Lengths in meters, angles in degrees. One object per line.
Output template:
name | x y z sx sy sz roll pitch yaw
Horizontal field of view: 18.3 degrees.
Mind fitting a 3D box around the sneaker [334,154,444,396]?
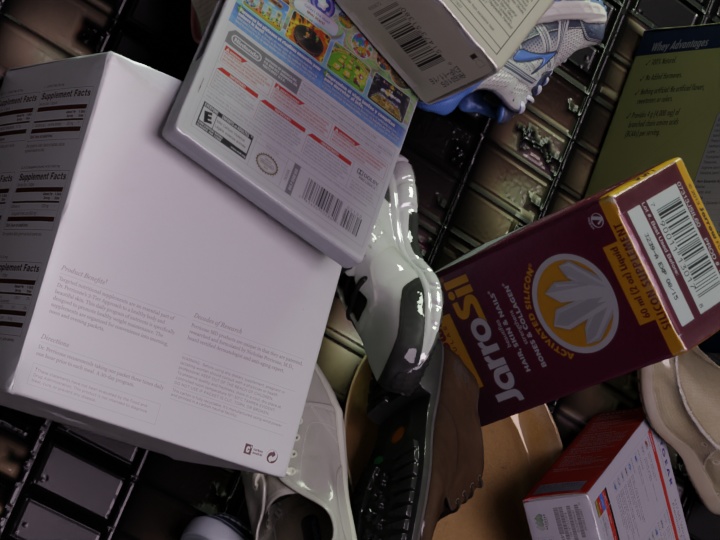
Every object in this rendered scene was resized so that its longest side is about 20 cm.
sneaker | 0.000 0.000 1.427 0.080 0.201 0.074 10 130 -22

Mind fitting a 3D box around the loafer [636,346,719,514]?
loafer | 0.252 0.098 1.599 0.200 0.068 0.076 54 30 -42

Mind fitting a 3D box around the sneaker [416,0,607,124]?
sneaker | 0.095 -0.145 1.516 0.199 0.077 0.086 -12 107 -46

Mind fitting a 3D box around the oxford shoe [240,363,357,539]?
oxford shoe | -0.047 0.119 1.393 0.058 0.075 0.201 36 34 -54

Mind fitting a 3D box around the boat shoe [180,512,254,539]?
boat shoe | -0.031 0.202 1.456 0.200 0.071 0.091 48 59 -27

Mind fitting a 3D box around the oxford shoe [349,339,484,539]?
oxford shoe | 0.044 0.136 1.419 0.084 0.072 0.201 34 53 -28

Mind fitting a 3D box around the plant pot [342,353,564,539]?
plant pot | 0.060 0.132 1.501 0.199 0.027 0.201 17 62 -34

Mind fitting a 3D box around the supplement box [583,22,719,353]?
supplement box | 0.273 -0.056 1.562 0.134 0.200 0.201 28 77 -30

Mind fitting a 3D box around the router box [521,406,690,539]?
router box | 0.184 0.218 1.546 0.179 0.049 0.201 -34 112 -63

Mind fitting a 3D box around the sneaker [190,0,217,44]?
sneaker | -0.049 -0.162 1.440 0.104 0.076 0.200 -30 138 10

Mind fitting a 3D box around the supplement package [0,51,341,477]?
supplement package | -0.130 -0.001 1.336 0.190 0.147 0.201 21 79 -32

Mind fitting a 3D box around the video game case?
video game case | -0.027 -0.121 1.319 0.143 0.018 0.201 35 56 -25

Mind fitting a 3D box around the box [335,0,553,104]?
box | 0.083 -0.205 1.360 0.095 0.078 0.200 48 57 -14

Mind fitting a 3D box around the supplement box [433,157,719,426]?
supplement box | 0.139 0.018 1.460 0.085 0.200 0.111 -27 91 -45
